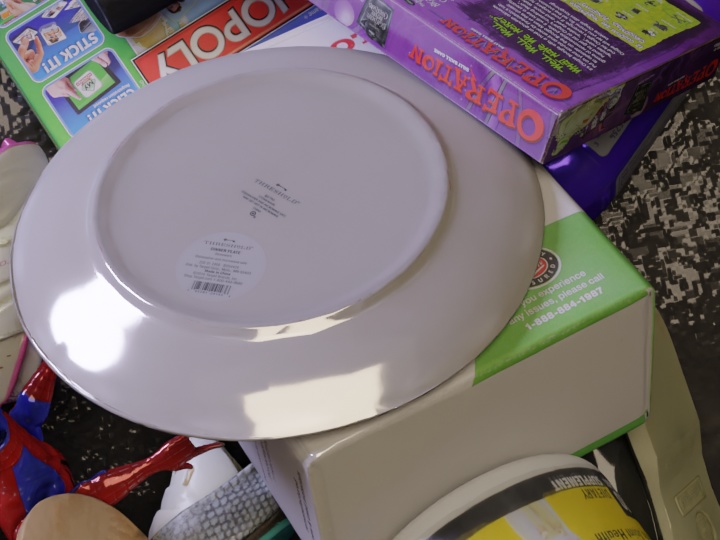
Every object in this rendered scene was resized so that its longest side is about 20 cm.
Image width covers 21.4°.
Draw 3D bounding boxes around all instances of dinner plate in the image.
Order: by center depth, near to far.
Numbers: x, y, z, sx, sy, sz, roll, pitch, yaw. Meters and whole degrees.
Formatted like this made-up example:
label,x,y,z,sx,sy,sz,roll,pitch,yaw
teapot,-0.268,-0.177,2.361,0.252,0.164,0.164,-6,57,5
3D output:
label,x,y,z,sx,sy,sz,roll,pitch,yaw
dinner plate,-0.033,-0.022,0.702,0.199,0.024,0.201,-4,48,5

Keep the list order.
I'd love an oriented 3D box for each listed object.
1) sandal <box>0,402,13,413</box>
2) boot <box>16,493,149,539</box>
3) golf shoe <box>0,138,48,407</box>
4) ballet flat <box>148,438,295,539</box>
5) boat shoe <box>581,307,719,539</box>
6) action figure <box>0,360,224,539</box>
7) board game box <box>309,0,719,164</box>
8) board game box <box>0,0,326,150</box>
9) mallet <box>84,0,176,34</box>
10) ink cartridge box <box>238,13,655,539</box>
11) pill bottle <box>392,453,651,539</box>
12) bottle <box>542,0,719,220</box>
label,x,y,z,sx,sy,sz,roll,pitch,yaw
sandal,-0.236,0.005,0.820,0.200,0.043,0.076,27,76,6
boot,-0.100,0.201,0.724,0.071,0.144,0.202,-12,65,-36
golf shoe,-0.181,0.039,0.770,0.200,0.075,0.092,-45,97,-12
ballet flat,-0.035,0.083,0.790,0.200,0.072,0.072,-36,78,-15
boat shoe,0.116,0.115,0.788,0.063,0.074,0.202,-19,84,30
action figure,-0.132,0.038,0.724,0.099,0.200,0.065,-34,36,-1
board game box,0.038,-0.122,0.779,0.200,0.032,0.120,39,39,26
board game box,-0.073,-0.138,0.868,0.200,0.029,0.135,-33,77,-9
mallet,-0.126,-0.200,0.853,0.066,0.041,0.200,-26,73,-6
ink cartridge box,0.000,0.000,0.751,0.145,0.084,0.200,-26,50,-15
pill bottle,0.090,0.172,0.675,0.112,0.112,0.200,-30,61,-8
bottle,0.119,-0.115,0.844,0.083,0.065,0.200,31,76,17
